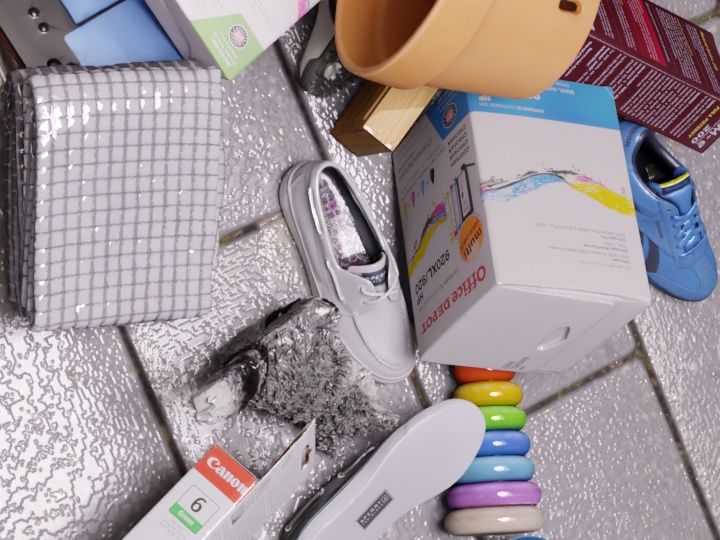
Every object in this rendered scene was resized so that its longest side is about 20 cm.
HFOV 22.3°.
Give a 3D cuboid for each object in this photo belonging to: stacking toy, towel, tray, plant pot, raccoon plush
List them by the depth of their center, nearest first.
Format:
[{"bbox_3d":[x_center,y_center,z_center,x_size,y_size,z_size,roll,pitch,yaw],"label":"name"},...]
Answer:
[{"bbox_3d":[0.089,-0.217,1.389,0.140,0.200,0.201,22,77,-25],"label":"plant pot"},{"bbox_3d":[-0.190,-0.059,1.404,0.165,0.085,0.201,-7,107,-33],"label":"towel"},{"bbox_3d":[-0.058,0.114,1.447,0.200,0.097,0.134,-41,103,-45],"label":"raccoon plush"},{"bbox_3d":[0.056,-0.186,1.519,0.037,0.099,0.200,39,80,-14],"label":"tray"},{"bbox_3d":[0.108,0.123,1.554,0.085,0.085,0.201,2,78,-24],"label":"stacking toy"}]

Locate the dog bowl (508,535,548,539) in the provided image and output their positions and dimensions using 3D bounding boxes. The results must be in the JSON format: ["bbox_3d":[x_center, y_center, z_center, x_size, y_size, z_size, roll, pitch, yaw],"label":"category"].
[{"bbox_3d":[0.091,0.288,1.541,0.199,0.050,0.112,-10,90,-26],"label":"dog bowl"}]

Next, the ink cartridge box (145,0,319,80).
[{"bbox_3d":[-0.077,-0.260,1.443,0.200,0.067,0.117,-43,122,-17],"label":"ink cartridge box"}]

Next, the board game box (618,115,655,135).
[{"bbox_3d":[0.212,-0.163,1.632,0.103,0.019,0.201,-16,99,-31],"label":"board game box"}]

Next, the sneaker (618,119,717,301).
[{"bbox_3d":[0.271,-0.048,1.616,0.066,0.078,0.200,-46,115,-23],"label":"sneaker"}]

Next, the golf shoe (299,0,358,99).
[{"bbox_3d":[-0.006,-0.241,1.534,0.088,0.077,0.201,28,89,22],"label":"golf shoe"}]

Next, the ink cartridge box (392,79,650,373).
[{"bbox_3d":[0.127,-0.037,1.496,0.144,0.147,0.201,6,61,-24],"label":"ink cartridge box"}]

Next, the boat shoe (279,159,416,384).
[{"bbox_3d":[0.000,0.000,1.511,0.072,0.068,0.201,-21,94,-24],"label":"boat shoe"}]

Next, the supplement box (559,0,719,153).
[{"bbox_3d":[0.227,-0.187,1.565,0.199,0.061,0.109,21,39,-29],"label":"supplement box"}]

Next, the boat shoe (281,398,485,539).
[{"bbox_3d":[0.014,0.172,1.494,0.200,0.057,0.069,-41,119,-12],"label":"boat shoe"}]

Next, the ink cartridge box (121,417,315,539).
[{"bbox_3d":[-0.117,0.190,1.418,0.050,0.109,0.200,38,68,16],"label":"ink cartridge box"}]

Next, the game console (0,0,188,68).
[{"bbox_3d":[-0.190,-0.211,1.462,0.200,0.031,0.177,-35,100,-23],"label":"game console"}]
